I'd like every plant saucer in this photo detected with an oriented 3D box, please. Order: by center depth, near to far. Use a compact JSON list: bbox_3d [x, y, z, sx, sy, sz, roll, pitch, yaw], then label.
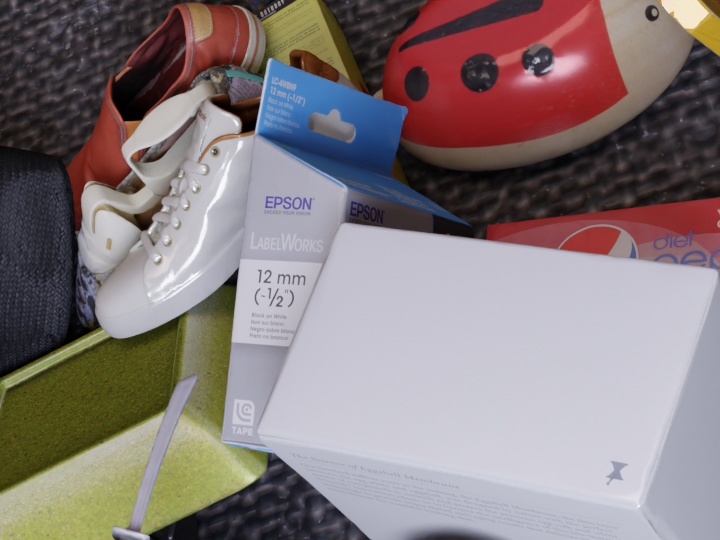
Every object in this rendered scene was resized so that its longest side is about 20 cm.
[{"bbox_3d":[-0.147,0.087,1.171,0.200,0.048,0.200,-27,25,13],"label":"plant saucer"}]

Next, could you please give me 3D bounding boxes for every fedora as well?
[{"bbox_3d":[-0.220,-0.006,1.264,0.091,0.201,0.201,3,58,-8],"label":"fedora"}]

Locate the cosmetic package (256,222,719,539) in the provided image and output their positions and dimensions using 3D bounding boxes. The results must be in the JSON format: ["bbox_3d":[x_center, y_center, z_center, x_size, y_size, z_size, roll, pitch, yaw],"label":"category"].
[{"bbox_3d":[0.093,0.083,0.997,0.199,0.200,0.123,8,66,31],"label":"cosmetic package"}]

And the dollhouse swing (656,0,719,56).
[{"bbox_3d":[0.227,-0.190,1.105,0.182,0.176,0.200,-33,50,8],"label":"dollhouse swing"}]

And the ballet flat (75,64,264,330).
[{"bbox_3d":[-0.128,-0.049,1.249,0.200,0.072,0.072,-48,48,19],"label":"ballet flat"}]

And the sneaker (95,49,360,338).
[{"bbox_3d":[-0.087,-0.050,1.181,0.200,0.085,0.073,-42,29,0],"label":"sneaker"}]

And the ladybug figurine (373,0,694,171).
[{"bbox_3d":[0.094,-0.130,1.207,0.200,0.072,0.136,-21,54,17],"label":"ladybug figurine"}]

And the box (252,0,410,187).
[{"bbox_3d":[-0.024,-0.081,1.258,0.075,0.050,0.200,-31,51,10],"label":"box"}]

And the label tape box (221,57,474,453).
[{"bbox_3d":[0.000,0.000,1.097,0.066,0.143,0.201,5,86,31],"label":"label tape box"}]

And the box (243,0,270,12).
[{"bbox_3d":[-0.069,-0.315,1.378,0.193,0.122,0.200,-41,51,2],"label":"box"}]

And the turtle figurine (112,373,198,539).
[{"bbox_3d":[-0.112,0.196,0.995,0.194,0.144,0.200,-27,71,-27],"label":"turtle figurine"}]

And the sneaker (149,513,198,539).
[{"bbox_3d":[-0.167,0.199,1.150,0.115,0.076,0.201,3,66,28],"label":"sneaker"}]

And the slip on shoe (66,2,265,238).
[{"bbox_3d":[-0.140,-0.096,1.296,0.200,0.061,0.074,-44,48,31],"label":"slip on shoe"}]

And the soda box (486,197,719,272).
[{"bbox_3d":[0.165,0.008,1.091,0.199,0.063,0.070,-7,59,26],"label":"soda box"}]
